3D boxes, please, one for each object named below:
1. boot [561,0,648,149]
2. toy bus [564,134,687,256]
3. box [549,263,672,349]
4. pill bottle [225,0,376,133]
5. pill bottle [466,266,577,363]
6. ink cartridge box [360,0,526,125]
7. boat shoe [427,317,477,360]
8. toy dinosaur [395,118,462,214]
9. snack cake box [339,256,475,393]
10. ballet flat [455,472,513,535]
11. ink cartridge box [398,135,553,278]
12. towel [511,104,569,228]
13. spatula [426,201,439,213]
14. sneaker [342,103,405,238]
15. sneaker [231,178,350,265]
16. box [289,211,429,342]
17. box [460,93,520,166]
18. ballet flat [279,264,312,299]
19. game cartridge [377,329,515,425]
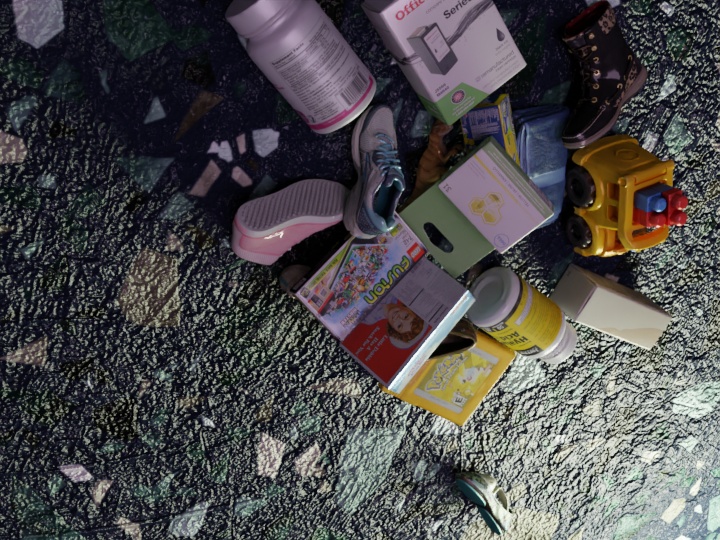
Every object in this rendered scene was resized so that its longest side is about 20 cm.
[{"bbox_3d":[0.350,-0.298,1.229,0.200,0.073,0.151,-46,122,-16],"label":"boot"},{"bbox_3d":[0.443,-0.097,1.311,0.136,0.192,0.200,-21,124,-20],"label":"toy bus"},{"bbox_3d":[0.454,0.066,1.465,0.200,0.095,0.078,20,108,-26],"label":"box"},{"bbox_3d":[-0.078,-0.289,1.069,0.113,0.113,0.200,-40,122,3],"label":"pill bottle"},{"bbox_3d":[0.285,0.085,1.400,0.200,0.111,0.111,32,102,-30],"label":"pill bottle"},{"bbox_3d":[0.118,-0.332,1.136,0.145,0.084,0.200,-38,123,2],"label":"ink cartridge box"},{"bbox_3d":[0.095,0.115,1.348,0.200,0.068,0.072,-11,107,1],"label":"boat shoe"},{"bbox_3d":[0.110,-0.148,1.259,0.106,0.060,0.200,16,122,-11],"label":"toy dinosaur"},{"bbox_3d":[0.076,0.083,1.295,0.200,0.115,0.067,-50,155,0],"label":"snack cake box"},{"bbox_3d":[0.251,0.447,1.612,0.074,0.074,0.200,-33,124,-2],"label":"ballet flat"},{"bbox_3d":[0.167,-0.084,1.213,0.200,0.048,0.146,-40,100,25],"label":"ink cartridge box"},{"bbox_3d":[0.287,-0.163,1.301,0.112,0.049,0.200,-17,120,-25],"label":"towel"},{"bbox_3d":[0.186,-0.104,1.305,0.200,0.021,0.057,-5,118,-36],"label":"spatula"},{"bbox_3d":[0.035,-0.145,1.173,0.078,0.086,0.200,6,88,-34],"label":"sneaker"},{"bbox_3d":[-0.106,-0.070,1.205,0.200,0.075,0.105,-19,155,-32],"label":"sneaker"},{"bbox_3d":[0.000,0.000,1.238,0.200,0.035,0.110,-46,109,-10],"label":"box"},{"bbox_3d":[0.206,-0.161,1.233,0.064,0.070,0.200,-3,114,25],"label":"box"},{"bbox_3d":[-0.034,0.038,1.286,0.200,0.062,0.068,8,114,-24],"label":"ballet flat"},{"bbox_3d":[0.157,0.177,1.448,0.200,0.032,0.176,27,104,-30],"label":"game cartridge"}]
